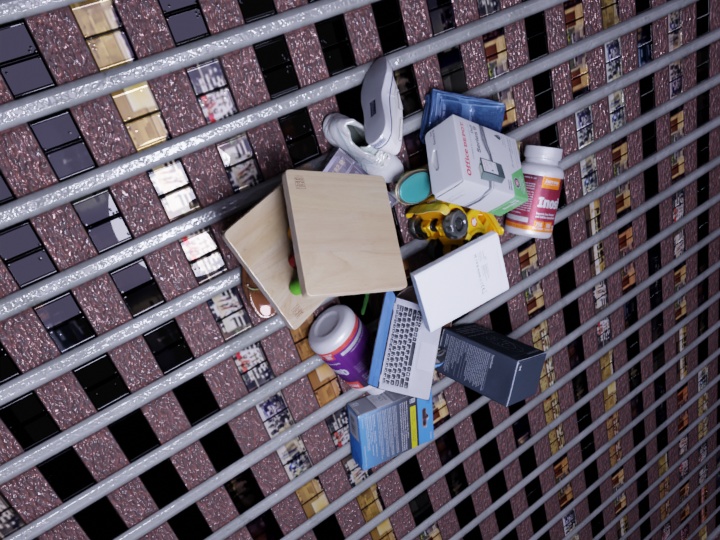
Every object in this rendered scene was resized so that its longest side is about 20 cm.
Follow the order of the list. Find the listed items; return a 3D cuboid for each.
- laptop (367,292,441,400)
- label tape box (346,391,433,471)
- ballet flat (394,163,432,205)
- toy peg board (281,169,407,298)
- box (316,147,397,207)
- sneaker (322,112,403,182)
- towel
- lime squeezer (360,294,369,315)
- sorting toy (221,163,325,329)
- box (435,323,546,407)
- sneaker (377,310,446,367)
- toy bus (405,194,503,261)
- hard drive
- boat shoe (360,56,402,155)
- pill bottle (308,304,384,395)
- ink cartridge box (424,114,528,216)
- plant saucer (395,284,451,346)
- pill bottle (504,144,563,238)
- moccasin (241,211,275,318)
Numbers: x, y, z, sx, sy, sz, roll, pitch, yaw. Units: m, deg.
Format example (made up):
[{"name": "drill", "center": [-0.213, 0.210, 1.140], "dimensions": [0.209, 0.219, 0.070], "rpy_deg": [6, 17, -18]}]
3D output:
[{"name": "laptop", "center": [0.095, 0.147, 1.041], "dimensions": [0.197, 0.116, 0.191], "rpy_deg": [18, 77, -21]}, {"name": "label tape box", "center": [0.072, 0.355, 1.231], "dimensions": [0.197, 0.063, 0.147], "rpy_deg": [-14, 111, -26]}, {"name": "ballet flat", "center": [0.127, -0.186, 1.088], "dimensions": [0.198, 0.070, 0.072], "rpy_deg": [-28, 118, -34]}, {"name": "toy peg board", "center": [-0.044, -0.050, 0.886], "dimensions": [0.197, 0.097, 0.203], "rpy_deg": [-3, 75, -36]}, {"name": "box", "center": [-0.047, -0.106, 1.018], "dimensions": [0.158, 0.048, 0.202], "rpy_deg": [37, 85, -21]}, {"name": "sneaker", "center": [0.017, -0.227, 1.016], "dimensions": [0.199, 0.080, 0.071], "rpy_deg": [30, 88, -34]}, {"name": "towel", "center": [0.219, -0.313, 1.123], "dimensions": [0.196, 0.048, 0.114], "rpy_deg": [-1, 106, -30]}, {"name": "lime squeezer", "center": [0.000, 0.000, 1.099], "dimensions": [0.070, 0.038, 0.203], "rpy_deg": [-32, 119, -17]}, {"name": "sorting toy", "center": [-0.118, -0.041, 0.915], "dimensions": [0.200, 0.069, 0.200], "rpy_deg": [-45, 114, -28]}, {"name": "box", "center": [0.298, 0.210, 1.217], "dimensions": [0.147, 0.198, 0.109], "rpy_deg": [0, 106, -46]}, {"name": "sneaker", "center": [0.126, 0.148, 1.157], "dimensions": [0.198, 0.071, 0.083], "rpy_deg": [36, 93, -30]}, {"name": "toy bus", "center": [0.221, -0.116, 1.145], "dimensions": [0.200, 0.135, 0.194], "rpy_deg": [45, 68, -29]}, {"name": "hard drive", "center": [0.203, 0.022, 1.065], "dimensions": [0.197, 0.027, 0.134], "rpy_deg": [-27, 115, -14]}, {"name": "boat shoe", "center": [0.048, -0.303, 0.973], "dimensions": [0.065, 0.071, 0.204], "rpy_deg": [24, 50, -39]}, {"name": "pill bottle", "center": [-0.012, 0.172, 1.099], "dimensions": [0.113, 0.112, 0.201], "rpy_deg": [-46, 121, -9]}, {"name": "ink cartridge box", "center": [0.234, -0.207, 1.062], "dimensions": [0.197, 0.084, 0.149], "rpy_deg": [7, 69, -37]}, {"name": "plant saucer", "center": [0.123, 0.122, 1.208], "dimensions": [0.197, 0.034, 0.205], "rpy_deg": [-9, 109, -26]}, {"name": "pill bottle", "center": [0.408, -0.184, 1.232], "dimensions": [0.111, 0.113, 0.204], "rpy_deg": [0, 105, -29]}, {"name": "moccasin", "center": [-0.176, -0.008, 0.971], "dimensions": [0.072, 0.077, 0.206], "rpy_deg": [-3, 106, -28]}]
